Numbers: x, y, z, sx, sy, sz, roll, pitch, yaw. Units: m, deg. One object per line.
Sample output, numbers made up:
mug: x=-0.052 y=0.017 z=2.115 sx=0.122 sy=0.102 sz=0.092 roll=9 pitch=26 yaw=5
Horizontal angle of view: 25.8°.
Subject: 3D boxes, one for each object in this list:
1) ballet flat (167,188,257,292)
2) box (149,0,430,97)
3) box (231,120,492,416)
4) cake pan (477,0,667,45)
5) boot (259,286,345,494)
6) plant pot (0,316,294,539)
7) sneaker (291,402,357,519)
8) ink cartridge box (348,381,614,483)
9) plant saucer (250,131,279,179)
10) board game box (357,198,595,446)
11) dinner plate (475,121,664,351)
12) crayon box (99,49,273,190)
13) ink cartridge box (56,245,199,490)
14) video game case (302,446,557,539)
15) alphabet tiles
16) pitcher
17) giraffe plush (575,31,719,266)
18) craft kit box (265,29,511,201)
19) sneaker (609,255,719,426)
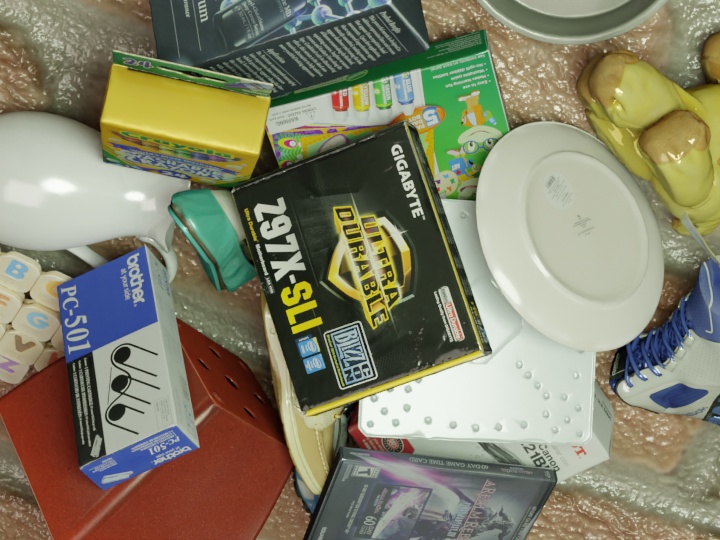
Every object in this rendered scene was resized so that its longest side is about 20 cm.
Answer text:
ballet flat: x=-0.117 y=-0.036 z=1.367 sx=0.070 sy=0.200 sz=0.068 roll=-32 pitch=75 yaw=-5
box: x=-0.062 y=-0.232 z=1.260 sx=0.199 sy=0.107 sz=0.149 roll=-15 pitch=74 yaw=15
box: x=0.000 y=0.000 z=1.282 sx=0.159 sy=0.049 sz=0.201 roll=-20 pitch=82 yaw=14
cake pan: x=0.171 y=-0.284 z=1.267 sx=0.199 sy=0.037 sz=0.201 roll=4 pitch=115 yaw=9
boot: x=0.003 y=0.093 z=1.382 sx=0.155 sy=0.073 sz=0.201 roll=-10 pitch=102 yaw=3
plant pot: x=-0.176 y=0.159 z=1.426 sx=0.176 sy=0.200 sz=0.200 roll=-43 pitch=137 yaw=8
sneaker: x=-0.034 y=0.158 z=1.490 sx=0.072 sy=0.072 sz=0.201 roll=-7 pitch=117 yaw=4
ink cartridge box: x=0.113 y=0.139 z=1.444 sx=0.199 sy=0.084 sz=0.145 roll=-30 pitch=106 yaw=21
plant saucer: x=-0.038 y=-0.130 z=1.381 sx=0.199 sy=0.029 sz=0.201 roll=4 pitch=114 yaw=9
board game box: x=0.100 y=0.043 z=1.328 sx=0.199 sy=0.026 sz=0.201 roll=3 pitch=87 yaw=-7
dinner plate: x=0.181 y=-0.032 z=1.298 sx=0.200 sy=0.200 sz=0.024 roll=44 pitch=143 yaw=-11
crayon box: x=-0.142 y=-0.114 z=1.257 sx=0.125 sy=0.200 sz=0.052 roll=12 pitch=81 yaw=-6
ink cartridge box: x=-0.202 y=0.081 z=1.348 sx=0.094 sy=0.201 sz=0.044 roll=-24 pitch=139 yaw=10
video game case: x=0.060 y=0.216 z=1.411 sx=0.199 sy=0.019 sz=0.143 roll=8 pitch=134 yaw=-13
alphabet tiles: x=-0.346 y=0.041 z=1.471 sx=0.199 sy=0.015 sz=0.196 roll=27 pitch=138 yaw=-16
pitcher: x=-0.256 y=-0.055 z=1.413 sx=0.199 sy=0.122 sz=0.172 roll=8 pitch=129 yaw=-6
giraffe plush: x=0.293 y=-0.127 z=1.266 sx=0.162 sy=0.173 sz=0.200 roll=-39 pitch=93 yaw=1
craft kit box: x=0.036 y=-0.087 z=1.346 sx=0.199 sy=0.049 sz=0.198 roll=-14 pitch=126 yaw=8
sneaker: x=0.272 y=0.074 z=1.355 sx=0.114 sy=0.081 sz=0.200 roll=0 pitch=143 yaw=8
